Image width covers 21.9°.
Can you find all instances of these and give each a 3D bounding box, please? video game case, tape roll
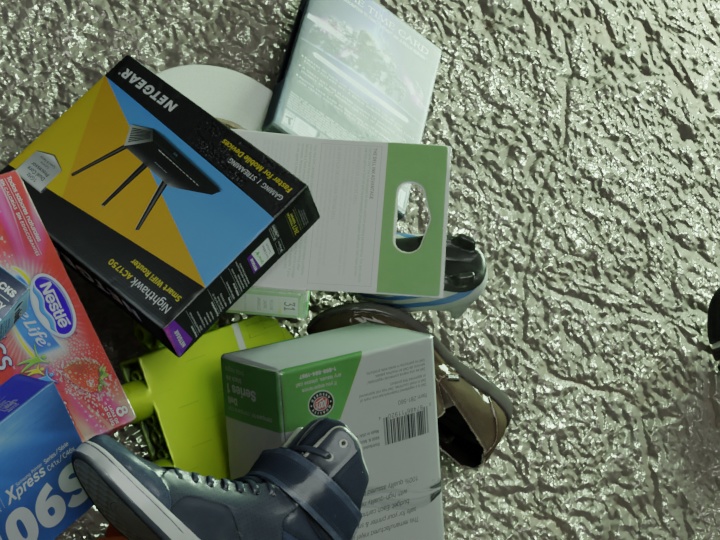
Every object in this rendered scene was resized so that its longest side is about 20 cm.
[{"bbox_3d":[-0.003,-0.153,1.574,0.143,0.019,0.200,34,46,-23],"label":"video game case"},{"bbox_3d":[-0.118,-0.065,1.483,0.202,0.037,0.203,12,66,-28],"label":"tape roll"}]

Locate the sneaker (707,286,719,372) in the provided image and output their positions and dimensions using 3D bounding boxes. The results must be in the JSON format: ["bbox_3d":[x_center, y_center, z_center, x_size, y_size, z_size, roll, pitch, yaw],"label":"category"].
[{"bbox_3d":[0.399,0.087,1.727,0.115,0.076,0.200,-29,98,-41],"label":"sneaker"}]

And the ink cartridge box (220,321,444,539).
[{"bbox_3d":[-0.018,0.152,1.380,0.146,0.084,0.201,-11,103,-37],"label":"ink cartridge box"}]

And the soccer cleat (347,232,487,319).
[{"bbox_3d":[0.000,0.000,1.473,0.199,0.086,0.070,12,57,-5],"label":"soccer cleat"}]

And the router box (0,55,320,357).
[{"bbox_3d":[-0.151,-0.050,1.358,0.200,0.051,0.149,36,73,28],"label":"router box"}]

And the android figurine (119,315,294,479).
[{"bbox_3d":[-0.106,0.107,1.402,0.200,0.041,0.183,-22,93,-39],"label":"android figurine"}]

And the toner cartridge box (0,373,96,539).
[{"bbox_3d":[-0.258,0.161,1.172,0.200,0.043,0.095,-41,122,-34],"label":"toner cartridge box"}]

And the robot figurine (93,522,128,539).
[{"bbox_3d":[-0.154,0.260,1.281,0.144,0.116,0.201,45,45,-53],"label":"robot figurine"}]

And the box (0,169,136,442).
[{"bbox_3d":[-0.256,0.047,1.313,0.095,0.103,0.200,-23,82,-36],"label":"box"}]

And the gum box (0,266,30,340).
[{"bbox_3d":[-0.341,0.041,1.196,0.170,0.045,0.200,37,65,3],"label":"gum box"}]

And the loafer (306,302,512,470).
[{"bbox_3d":[0.042,0.094,1.481,0.200,0.073,0.071,31,45,-23],"label":"loafer"}]

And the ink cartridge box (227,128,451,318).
[{"bbox_3d":[-0.035,-0.034,1.406,0.199,0.048,0.146,5,57,-1],"label":"ink cartridge box"}]

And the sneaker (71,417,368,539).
[{"bbox_3d":[-0.085,0.137,1.240,0.202,0.077,0.146,44,68,-23],"label":"sneaker"}]
